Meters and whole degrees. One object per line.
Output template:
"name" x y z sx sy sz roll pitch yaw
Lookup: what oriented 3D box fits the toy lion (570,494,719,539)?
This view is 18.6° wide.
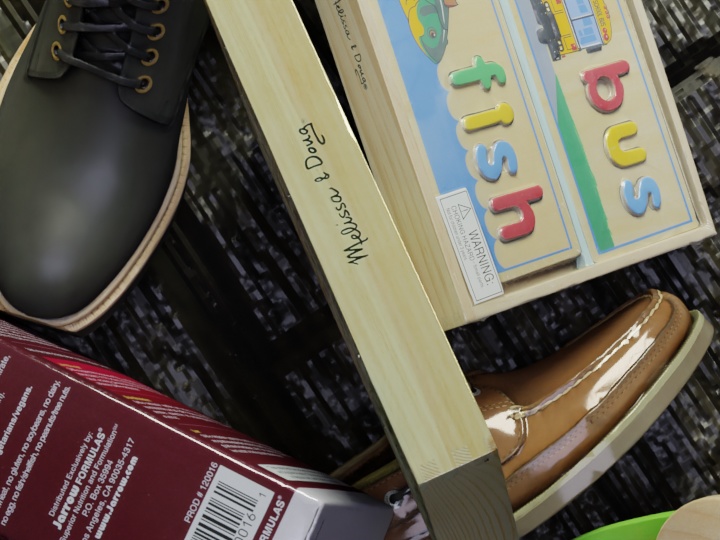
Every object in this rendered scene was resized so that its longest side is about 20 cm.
"toy lion" 0.093 0.195 0.784 0.191 0.069 0.201 -20 80 24

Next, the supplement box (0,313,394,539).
"supplement box" -0.098 0.062 0.748 0.200 0.109 0.061 26 89 16

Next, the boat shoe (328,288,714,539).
"boat shoe" 0.038 0.066 0.802 0.200 0.072 0.068 -41 92 -4

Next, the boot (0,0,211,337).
"boot" -0.088 -0.087 0.749 0.077 0.138 0.201 14 76 0

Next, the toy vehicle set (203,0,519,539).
"toy vehicle set" 0.000 0.000 0.738 0.026 0.124 0.200 -23 64 -2

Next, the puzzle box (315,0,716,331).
"puzzle box" 0.049 -0.089 0.798 0.133 0.025 0.201 -19 90 -37
